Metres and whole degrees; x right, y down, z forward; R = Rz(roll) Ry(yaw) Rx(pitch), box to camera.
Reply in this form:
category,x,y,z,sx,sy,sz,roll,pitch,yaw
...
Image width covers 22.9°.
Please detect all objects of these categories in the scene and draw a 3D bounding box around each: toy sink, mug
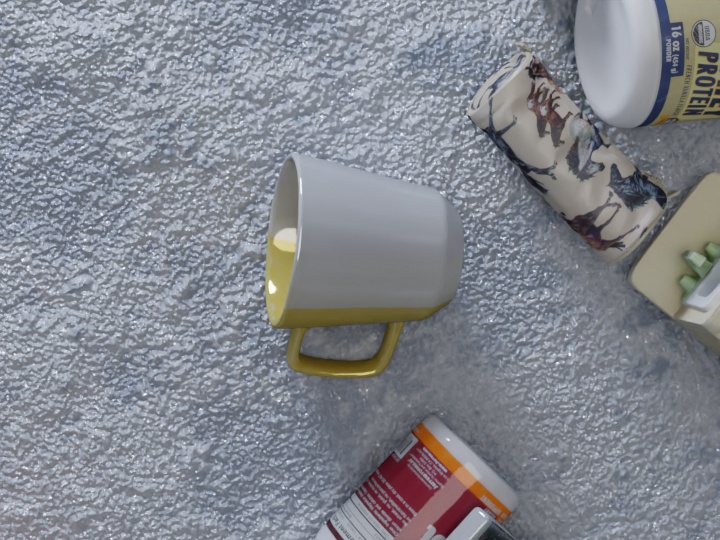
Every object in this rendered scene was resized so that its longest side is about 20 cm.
category,x,y,z,sx,sy,sz,roll,pitch,yaw
toy sink,0.355,0.020,1.543,0.200,0.112,0.131,39,89,-5
mug,0.001,-0.010,1.539,0.152,0.187,0.150,5,60,-13

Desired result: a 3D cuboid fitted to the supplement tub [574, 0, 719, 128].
category,x,y,z,sx,sy,sz,roll,pitch,yaw
supplement tub,0.298,-0.202,1.521,0.199,0.144,0.145,-8,93,-15

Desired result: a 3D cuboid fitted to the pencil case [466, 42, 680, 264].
category,x,y,z,sx,sy,sz,roll,pitch,yaw
pencil case,0.183,-0.104,1.559,0.200,0.078,0.089,46,77,-5

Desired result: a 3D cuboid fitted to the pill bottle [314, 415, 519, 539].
category,x,y,z,sx,sy,sz,roll,pitch,yaw
pill bottle,0.034,0.233,1.547,0.113,0.113,0.200,43,90,-5

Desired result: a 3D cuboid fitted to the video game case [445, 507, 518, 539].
category,x,y,z,sx,sy,sz,roll,pitch,yaw
video game case,0.077,0.314,1.542,0.200,0.023,0.182,-47,139,-1
